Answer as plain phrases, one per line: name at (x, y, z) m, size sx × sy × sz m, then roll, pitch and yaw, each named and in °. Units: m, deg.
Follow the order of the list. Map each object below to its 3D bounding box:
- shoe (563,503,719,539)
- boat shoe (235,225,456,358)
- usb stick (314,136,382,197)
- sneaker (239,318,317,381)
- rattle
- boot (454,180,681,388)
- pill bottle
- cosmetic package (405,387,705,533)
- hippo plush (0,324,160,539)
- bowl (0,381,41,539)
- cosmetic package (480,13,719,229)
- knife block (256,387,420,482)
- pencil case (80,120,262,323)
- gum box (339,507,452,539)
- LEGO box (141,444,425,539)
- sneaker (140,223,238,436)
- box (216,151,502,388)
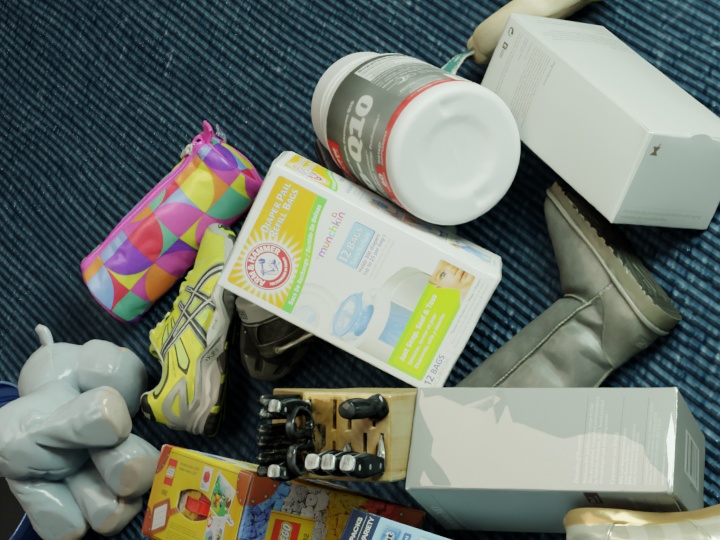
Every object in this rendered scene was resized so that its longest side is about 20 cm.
shoe at (0.238, 0.193, 1.378) m, size 0.199 × 0.070 × 0.054 m, roll -3°, pitch 61°, yaw 16°
boat shoe at (-0.005, 0.013, 1.717) m, size 0.199 × 0.064 × 0.071 m, roll -23°, pitch 19°, yaw 6°
usb stick at (0.001, -0.075, 1.741) m, size 0.055 × 0.033 × 0.200 m, roll -19°, pitch 31°, yaw -2°
sneaker at (-0.071, 0.004, 1.791) m, size 0.079 × 0.075 × 0.201 m, roll -22°, pitch 54°, yaw 64°
rattle at (0.106, -0.238, 1.698) m, size 0.200 × 0.143 × 0.130 m, roll -28°, pitch 17°, yaw 44°
boot at (0.136, 0.051, 1.580) m, size 0.200 × 0.072 × 0.182 m, roll -47°, pitch 45°, yaw 20°
pill bottle at (0.038, -0.114, 1.636) m, size 0.114 × 0.114 × 0.200 m, roll -57°, pitch 27°, yaw 0°
cosmetic package at (0.142, 0.139, 1.457) m, size 0.199 × 0.107 × 0.091 m, roll -5°, pitch 64°, yaw 22°
hippo plush at (-0.269, 0.147, 1.838) m, size 0.199 × 0.160 × 0.161 m, roll -5°, pitch 29°, yaw 7°
bowl at (-0.363, 0.207, 1.939) m, size 0.200 × 0.039 × 0.201 m, roll -20°, pitch 56°, yaw 32°
cosmetic package at (0.193, -0.119, 1.574) m, size 0.200 × 0.107 × 0.085 m, roll 50°, pitch 127°, yaw 45°
knife block at (0.012, 0.119, 1.449) m, size 0.175 × 0.199 × 0.064 m, roll 180°, pitch 92°, yaw -64°
pencil case at (-0.179, -0.044, 1.888) m, size 0.200 × 0.088 × 0.088 m, roll -48°, pitch 45°, yaw 11°
gum box at (0.107, 0.235, 1.423) m, size 0.200 × 0.170 × 0.045 m, roll 11°, pitch 74°, yaw 44°
LEGO box at (-0.063, 0.196, 1.557) m, size 0.200 × 0.148 × 0.077 m, roll 4°, pitch 80°, yaw 65°
sneaker at (-0.149, 0.047, 1.800) m, size 0.076 × 0.075 × 0.201 m, roll 6°, pitch 64°, yaw 2°
box at (0.000, 0.000, 1.604) m, size 0.113 × 0.200 × 0.101 m, roll -62°, pitch 0°, yaw 10°
